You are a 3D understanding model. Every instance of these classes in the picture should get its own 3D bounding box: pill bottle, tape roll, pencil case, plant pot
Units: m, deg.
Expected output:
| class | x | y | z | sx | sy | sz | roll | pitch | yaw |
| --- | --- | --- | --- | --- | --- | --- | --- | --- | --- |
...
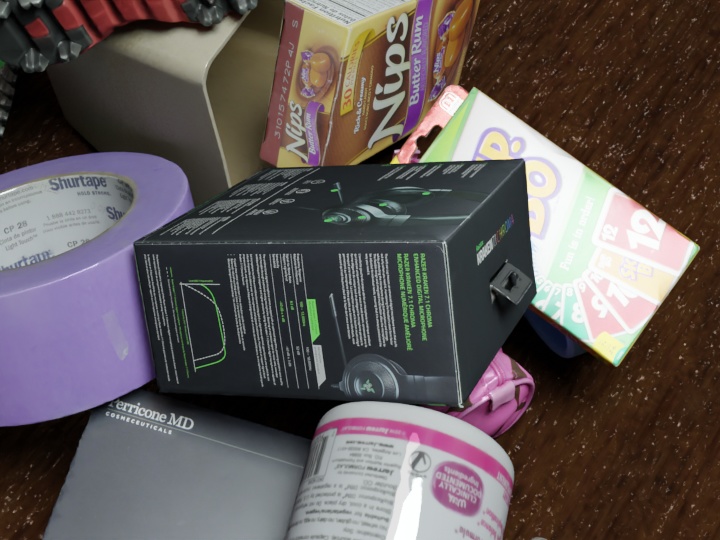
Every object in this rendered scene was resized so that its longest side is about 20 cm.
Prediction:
| class | x | y | z | sx | sy | sz | roll | pitch | yaw |
| --- | --- | --- | --- | --- | --- | --- | --- | --- | --- |
| pill bottle | 0.007 | 0.180 | 0.608 | 0.112 | 0.114 | 0.202 | 16 | 62 | 1 |
| tape roll | -0.194 | 0.005 | 0.748 | 0.197 | 0.086 | 0.201 | -9 | 28 | 5 |
| pencil case | 0.052 | 0.019 | 0.827 | 0.090 | 0.094 | 0.202 | -10 | 65 | -32 |
| plant pot | -0.120 | -0.167 | 0.855 | 0.175 | 0.201 | 0.201 | 21 | 61 | 16 |

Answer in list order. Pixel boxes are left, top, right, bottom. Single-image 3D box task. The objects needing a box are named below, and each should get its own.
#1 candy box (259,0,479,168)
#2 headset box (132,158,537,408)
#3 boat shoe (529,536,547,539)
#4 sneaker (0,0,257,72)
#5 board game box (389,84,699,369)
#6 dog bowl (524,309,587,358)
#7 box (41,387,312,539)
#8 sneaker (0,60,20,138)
| class | x | y | z | sx | sy | sz | roll | pitch | yaw |
| --- | --- | --- | --- | --- | --- | --- | --- | --- | --- |
| candy box | 0.013 | -0.149 | 0.853 | 0.056 | 0.118 | 0.200 | 28 | 35 | 22 |
| headset box | 0.000 | 0.000 | 0.703 | 0.198 | 0.094 | 0.174 | -1 | 18 | 21 |
| boat shoe | 0.068 | 0.249 | 0.721 | 0.199 | 0.076 | 0.072 | -39 | 75 | -22 |
| sneaker | -0.133 | -0.189 | 0.717 | 0.198 | 0.071 | 0.099 | -14 | 52 | 7 |
| board game box | 0.112 | -0.034 | 0.782 | 0.199 | 0.030 | 0.096 | 36 | 84 | 12 |
| dog bowl | 0.118 | -0.024 | 0.855 | 0.049 | 0.112 | 0.201 | -31 | 70 | -8 |
| box | -0.090 | 0.190 | 0.712 | 0.198 | 0.104 | 0.184 | 17 | 62 | 1 |
| sneaker | -0.276 | -0.166 | 0.838 | 0.084 | 0.078 | 0.202 | 16 | 70 | -19 |
